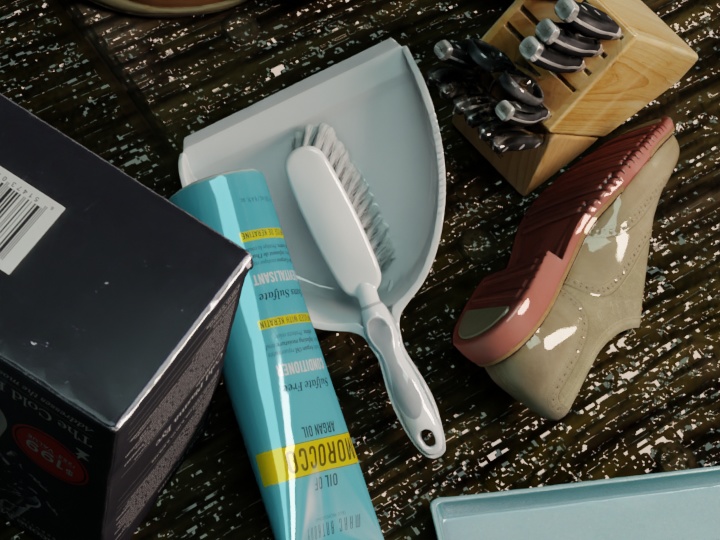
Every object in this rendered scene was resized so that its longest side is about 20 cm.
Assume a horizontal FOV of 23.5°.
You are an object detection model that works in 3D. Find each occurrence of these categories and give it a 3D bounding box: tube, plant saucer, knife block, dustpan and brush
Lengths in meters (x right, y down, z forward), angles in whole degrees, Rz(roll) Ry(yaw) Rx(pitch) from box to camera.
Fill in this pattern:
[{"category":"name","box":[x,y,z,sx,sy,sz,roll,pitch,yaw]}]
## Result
[{"category":"tube","box":[-0.041,0.052,0.842,0.077,0.050,0.201,-9,77,-47]},{"category":"plant saucer","box":[0.135,0.139,0.871,0.199,0.019,0.070,-5,63,-13]},{"category":"knife block","box":[0.119,-0.127,0.920,0.200,0.176,0.064,-36,74,-26]},{"category":"dustpan and brush","box":[0.000,0.000,0.884,0.139,0.057,0.200,-24,96,12]}]

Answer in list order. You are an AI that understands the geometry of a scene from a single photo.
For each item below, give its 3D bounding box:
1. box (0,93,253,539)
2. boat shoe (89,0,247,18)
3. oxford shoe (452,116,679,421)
[{"category":"box","box":[-0.166,0.020,0.782,0.200,0.182,0.104,32,61,7]},{"category":"boat shoe","box":[-0.142,-0.193,0.961,0.199,0.074,0.076,4,61,-12]},{"category":"oxford shoe","box":[0.124,-0.003,0.930,0.075,0.070,0.200,48,59,-15]}]
